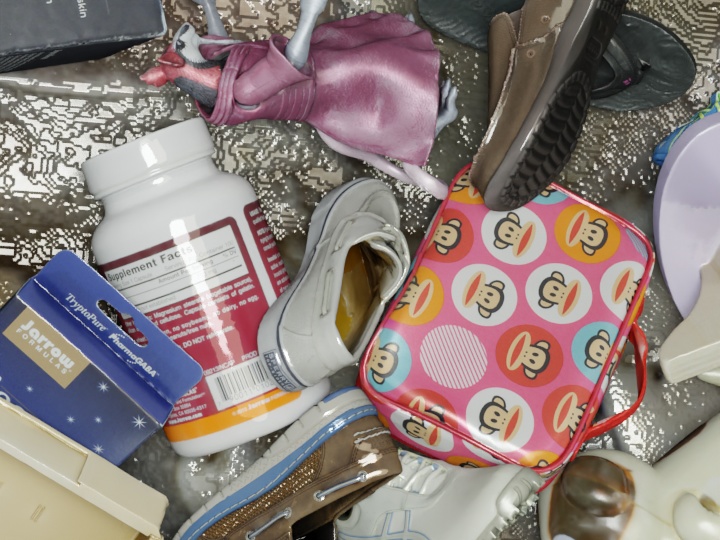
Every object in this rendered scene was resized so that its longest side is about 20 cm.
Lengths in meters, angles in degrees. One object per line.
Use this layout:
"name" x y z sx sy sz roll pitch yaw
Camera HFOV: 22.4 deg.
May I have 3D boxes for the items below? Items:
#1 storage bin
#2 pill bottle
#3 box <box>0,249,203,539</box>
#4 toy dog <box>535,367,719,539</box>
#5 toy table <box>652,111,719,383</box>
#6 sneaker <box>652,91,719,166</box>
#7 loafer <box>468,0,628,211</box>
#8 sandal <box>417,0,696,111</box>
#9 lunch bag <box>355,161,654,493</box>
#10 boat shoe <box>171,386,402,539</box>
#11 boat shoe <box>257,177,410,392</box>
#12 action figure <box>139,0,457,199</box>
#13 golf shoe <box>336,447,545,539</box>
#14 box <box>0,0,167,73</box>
"storage bin" -0.249 0.181 1.106 0.200 0.094 0.199 32 113 -10
"pill bottle" -0.103 0.009 1.169 0.113 0.113 0.200 -22 94 -12
"box" -0.204 0.089 1.135 0.121 0.032 0.200 43 115 -9
"toy dog" 0.220 0.161 1.230 0.200 0.140 0.194 -8 78 -12
"toy table" 0.272 0.006 1.202 0.184 0.117 0.200 -32 115 8
"sneaker" 0.266 -0.104 1.270 0.105 0.076 0.200 11 88 -12
"loafer" 0.115 -0.134 1.186 0.071 0.073 0.200 22 84 27
"sandal" 0.132 -0.151 1.240 0.200 0.048 0.075 19 128 -7
"lunch bag" 0.108 0.041 1.196 0.176 0.082 0.200 27 68 8
"boat shoe" -0.053 0.163 1.159 0.200 0.072 0.072 -48 66 25
"boat shoe" 0.000 0.000 1.160 0.070 0.200 0.071 -18 113 31
"action figure" -0.048 -0.120 1.179 0.200 0.134 0.149 -6 103 -24
"golf shoe" 0.035 0.150 1.160 0.097 0.200 0.078 50 53 -3
"box" -0.245 -0.220 1.117 0.200 0.117 0.197 -11 92 -26
